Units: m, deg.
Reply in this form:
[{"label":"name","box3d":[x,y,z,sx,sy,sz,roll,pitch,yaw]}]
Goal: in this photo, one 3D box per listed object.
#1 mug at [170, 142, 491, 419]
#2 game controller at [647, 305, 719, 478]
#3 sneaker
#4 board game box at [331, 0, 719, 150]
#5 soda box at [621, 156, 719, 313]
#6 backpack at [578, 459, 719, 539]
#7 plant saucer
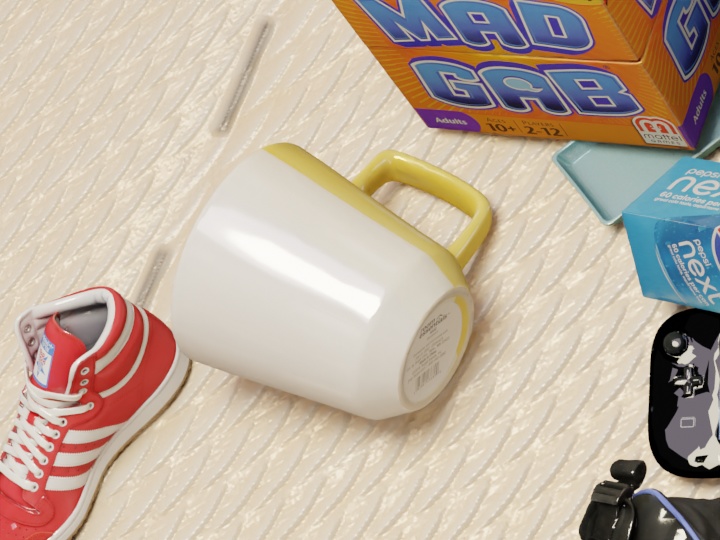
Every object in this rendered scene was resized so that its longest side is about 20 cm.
[{"label":"mug","box3d":[-0.005,0.002,1.785,0.153,0.149,0.187,26,83,26]},{"label":"game controller","box3d":[0.264,0.068,1.673,0.199,0.042,0.105,-5,61,25]},{"label":"sneaker","box3d":[-0.201,0.098,1.840,0.071,0.113,0.200,31,79,36]},{"label":"board game box","box3d":[0.118,-0.217,1.792,0.199,0.200,0.201,6,63,33]},{"label":"soda box","box3d":[0.253,-0.011,1.672,0.199,0.064,0.068,12,40,44]},{"label":"backpack","box3d":[0.173,0.235,1.546,0.191,0.154,0.200,-52,43,24]},{"label":"plant saucer","box3d":[0.218,-0.107,1.808,0.200,0.019,0.070,-38,54,3]}]
